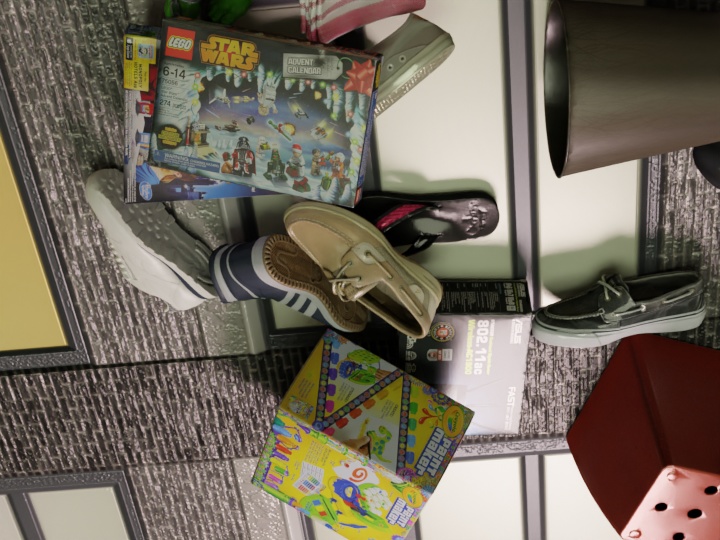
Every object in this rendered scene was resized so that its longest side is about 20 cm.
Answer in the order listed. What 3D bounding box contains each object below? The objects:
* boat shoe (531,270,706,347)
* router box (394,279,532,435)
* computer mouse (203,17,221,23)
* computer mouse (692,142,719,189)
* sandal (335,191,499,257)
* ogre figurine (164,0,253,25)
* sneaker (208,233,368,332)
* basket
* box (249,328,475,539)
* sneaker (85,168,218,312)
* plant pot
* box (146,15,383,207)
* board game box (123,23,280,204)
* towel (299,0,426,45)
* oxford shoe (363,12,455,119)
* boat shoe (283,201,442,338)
[{"bbox_3d":[0.288,0.034,1.596,0.199,0.072,0.071,-10,121,-6],"label":"boat shoe"},{"bbox_3d":[0.115,0.103,1.647,0.149,0.062,0.201,-1,130,-1],"label":"router box"},{"bbox_3d":[-0.064,-0.188,1.415,0.199,0.044,0.110,6,129,-5],"label":"computer mouse"},{"bbox_3d":[0.446,-0.111,1.477,0.199,0.053,0.139,4,131,-4],"label":"computer mouse"},{"bbox_3d":[0.051,-0.046,1.533,0.199,0.045,0.075,-6,130,5],"label":"sandal"},{"bbox_3d":[-0.089,-0.295,1.293,0.199,0.098,0.120,-2,140,11],"label":"ogre figurine"},{"bbox_3d":[-0.082,0.018,1.574,0.108,0.070,0.200,-9,153,35],"label":"sneaker"},{"bbox_3d":[0.285,-0.180,1.371,0.199,0.136,0.181,-4,125,-2],"label":"basket"},{"bbox_3d":[-0.002,0.204,1.621,0.192,0.122,0.200,30,145,5],"label":"box"},{"bbox_3d":[-0.236,-0.025,1.536,0.080,0.077,0.200,-21,126,28],"label":"sneaker"},{"bbox_3d":[0.378,0.220,1.673,0.199,0.177,0.200,13,129,-11],"label":"plant pot"},{"bbox_3d":[-0.087,-0.144,1.289,0.199,0.040,0.138,11,108,8],"label":"box"},{"bbox_3d":[-0.129,-0.147,1.394,0.199,0.062,0.201,7,131,-2],"label":"board game box"},{"bbox_3d":[0.012,-0.307,1.271,0.146,0.030,0.201,-26,137,-33],"label":"towel"},{"bbox_3d":[-0.002,-0.171,1.347,0.200,0.075,0.058,-39,85,0],"label":"oxford shoe"},{"bbox_3d":[0.000,0.000,1.507,0.200,0.065,0.072,36,140,-20],"label":"boat shoe"}]
